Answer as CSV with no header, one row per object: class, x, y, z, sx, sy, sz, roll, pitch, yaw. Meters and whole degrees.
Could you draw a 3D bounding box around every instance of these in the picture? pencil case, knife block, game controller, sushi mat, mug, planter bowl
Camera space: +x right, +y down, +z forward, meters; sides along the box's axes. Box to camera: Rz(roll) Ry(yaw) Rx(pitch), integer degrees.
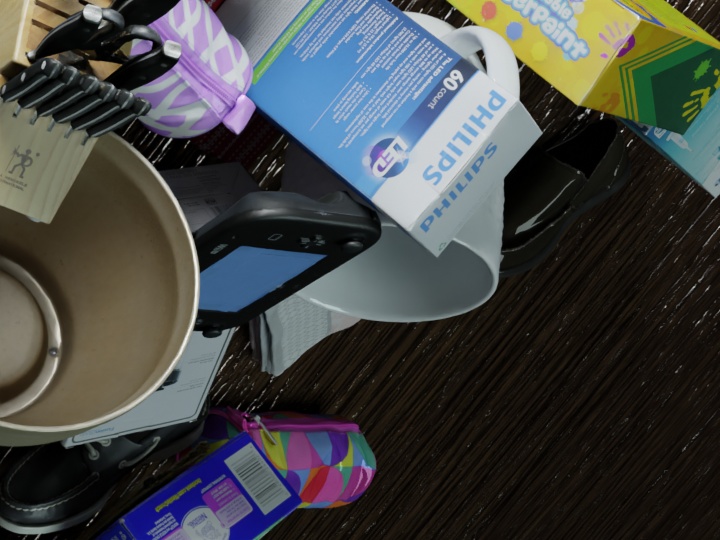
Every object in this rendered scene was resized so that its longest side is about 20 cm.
pencil case,-0.067,0.155,1.654,0.088,0.088,0.200,-54,153,14
knife block,-0.158,-0.125,1.035,0.064,0.200,0.176,24,105,-30
pencil case,-0.134,-0.150,1.125,0.084,0.085,0.200,-61,146,-11
game controller,-0.076,-0.001,1.238,0.104,0.042,0.200,-4,162,-37
sushi mat,-0.198,0.198,1.515,0.200,0.012,0.096,-41,173,28
mug,0.037,-0.083,1.310,0.148,0.175,0.200,19,151,-27
planter bowl,-0.211,0.017,1.181,0.200,0.200,0.135,-28,174,-32

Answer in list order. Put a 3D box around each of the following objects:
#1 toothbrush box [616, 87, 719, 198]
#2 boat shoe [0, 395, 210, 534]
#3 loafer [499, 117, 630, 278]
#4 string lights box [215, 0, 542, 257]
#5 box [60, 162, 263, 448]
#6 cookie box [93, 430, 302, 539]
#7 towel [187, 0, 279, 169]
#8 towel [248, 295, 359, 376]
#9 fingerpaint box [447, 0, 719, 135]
toothbrush box,0.232,-0.153,1.596,0.085,0.146,0.200,-50,152,6
boat shoe,-0.185,0.123,1.454,0.200,0.074,0.060,-26,146,-39
loafer,0.151,-0.070,1.685,0.200,0.073,0.071,-40,147,-30
string lights box,0.000,-0.111,1.222,0.103,0.200,0.059,-49,154,0
box,-0.143,0.025,1.373,0.117,0.060,0.200,-11,138,-37
cookie box,-0.165,0.224,1.486,0.200,0.075,0.171,-41,175,34
towel,-0.076,-0.149,1.304,0.145,0.022,0.200,-49,154,0
towel,0.000,0.000,1.525,0.191,0.032,0.200,-32,164,-11
fingerpaint box,0.134,-0.183,1.361,0.073,0.200,0.167,-56,152,17
